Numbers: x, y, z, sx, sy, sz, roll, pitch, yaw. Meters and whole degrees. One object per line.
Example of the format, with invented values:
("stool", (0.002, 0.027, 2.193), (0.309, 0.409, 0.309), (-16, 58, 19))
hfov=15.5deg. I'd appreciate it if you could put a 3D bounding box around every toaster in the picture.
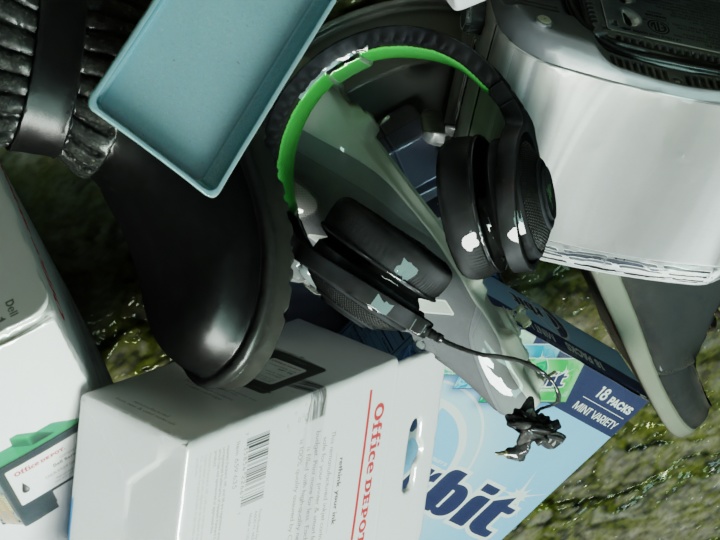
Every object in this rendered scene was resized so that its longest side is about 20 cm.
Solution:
("toaster", (0.132, -0.075, 1.256), (0.199, 0.114, 0.129), (9, 128, -15))

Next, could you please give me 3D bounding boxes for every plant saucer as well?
("plant saucer", (-0.045, -0.130, 1.152), (0.070, 0.019, 0.200), (37, 70, -17))

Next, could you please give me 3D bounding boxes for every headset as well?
("headset", (0.037, -0.012, 1.183), (0.123, 0.200, 0.094), (-29, 164, 10))

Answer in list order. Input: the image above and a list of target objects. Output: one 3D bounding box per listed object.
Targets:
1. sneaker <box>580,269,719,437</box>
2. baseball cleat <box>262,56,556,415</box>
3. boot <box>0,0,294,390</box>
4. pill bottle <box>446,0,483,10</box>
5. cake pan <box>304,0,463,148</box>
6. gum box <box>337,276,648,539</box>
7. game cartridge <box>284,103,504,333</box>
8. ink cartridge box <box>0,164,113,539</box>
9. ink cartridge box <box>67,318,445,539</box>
("sneaker", (0.188, 0.011, 1.470), (0.106, 0.075, 0.200), (-29, 137, 1))
("baseball cleat", (0.000, 0.000, 1.245), (0.106, 0.200, 0.070), (-35, 178, 4))
("boot", (-0.122, -0.050, 1.156), (0.157, 0.212, 0.079), (4, 156, -38))
("pill bottle", (0.112, -0.189, 1.092), (0.199, 0.114, 0.114), (-23, 138, -1))
("cake pan", (0.015, -0.048, 1.343), (0.200, 0.037, 0.201), (-16, 136, -16))
("gum box", (0.026, 0.094, 1.378), (0.200, 0.045, 0.170), (-45, 136, 16))
("game cartridge", (0.007, 0.014, 1.346), (0.129, 0.038, 0.200), (-26, 138, 1))
("ink cartridge box", (-0.167, 0.050, 1.250), (0.084, 0.146, 0.200), (-26, 137, -3))
("ink cartridge box", (-0.047, 0.097, 1.244), (0.200, 0.067, 0.116), (-18, 122, -52))
